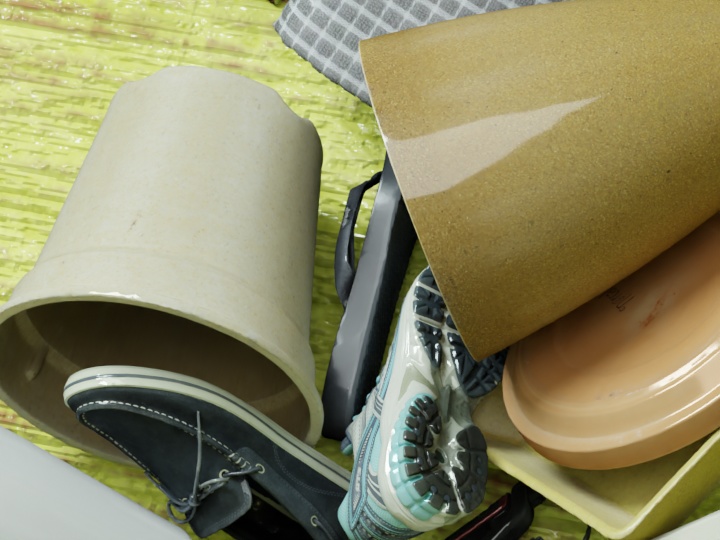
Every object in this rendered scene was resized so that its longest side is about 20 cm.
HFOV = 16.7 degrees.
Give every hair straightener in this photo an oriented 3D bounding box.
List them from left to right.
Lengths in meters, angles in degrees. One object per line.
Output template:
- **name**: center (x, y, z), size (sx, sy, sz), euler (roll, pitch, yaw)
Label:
- **hair straightener**: center (0.062, 0.184, 1.381), size (0.199, 0.041, 0.077), euler (-32, 48, -12)

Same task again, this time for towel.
- **towel**: center (0.071, -0.154, 1.432), size (0.199, 0.086, 0.166), euler (33, 112, 0)

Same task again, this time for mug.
- **mug**: center (-0.176, 0.189, 1.368), size (0.153, 0.187, 0.150), euler (23, 44, -19)

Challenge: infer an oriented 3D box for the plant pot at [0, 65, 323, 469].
- **plant pot**: center (-0.101, -0.008, 1.416), size (0.199, 0.201, 0.184), euler (7, 59, 11)

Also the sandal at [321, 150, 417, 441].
- **sandal**: center (0.000, 0.000, 1.445), size (0.043, 0.076, 0.201), euler (11, 71, 13)

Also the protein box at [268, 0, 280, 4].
- **protein box**: center (-0.055, -0.315, 1.511), size (0.135, 0.200, 0.199), euler (36, 78, 20)

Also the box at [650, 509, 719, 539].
- **box**: center (0.145, 0.220, 1.308), size (0.199, 0.128, 0.109), euler (-23, 68, -1)

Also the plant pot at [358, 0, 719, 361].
- **plant pot**: center (0.122, -0.073, 1.328), size (0.199, 0.186, 0.187), euler (-21, 67, 7)

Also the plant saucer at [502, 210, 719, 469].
- **plant saucer**: center (0.163, 0.024, 1.350), size (0.200, 0.032, 0.201), euler (-29, 30, 18)

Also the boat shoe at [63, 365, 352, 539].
- **boat shoe**: center (-0.080, 0.113, 1.367), size (0.200, 0.074, 0.063), euler (32, 54, -25)

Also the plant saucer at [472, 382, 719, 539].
- **plant saucer**: center (0.170, 0.062, 1.369), size (0.200, 0.049, 0.200), euler (-45, 29, -9)

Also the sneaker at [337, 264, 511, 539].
- **sneaker**: center (0.026, 0.075, 1.395), size (0.086, 0.078, 0.200), euler (-35, 23, 35)
